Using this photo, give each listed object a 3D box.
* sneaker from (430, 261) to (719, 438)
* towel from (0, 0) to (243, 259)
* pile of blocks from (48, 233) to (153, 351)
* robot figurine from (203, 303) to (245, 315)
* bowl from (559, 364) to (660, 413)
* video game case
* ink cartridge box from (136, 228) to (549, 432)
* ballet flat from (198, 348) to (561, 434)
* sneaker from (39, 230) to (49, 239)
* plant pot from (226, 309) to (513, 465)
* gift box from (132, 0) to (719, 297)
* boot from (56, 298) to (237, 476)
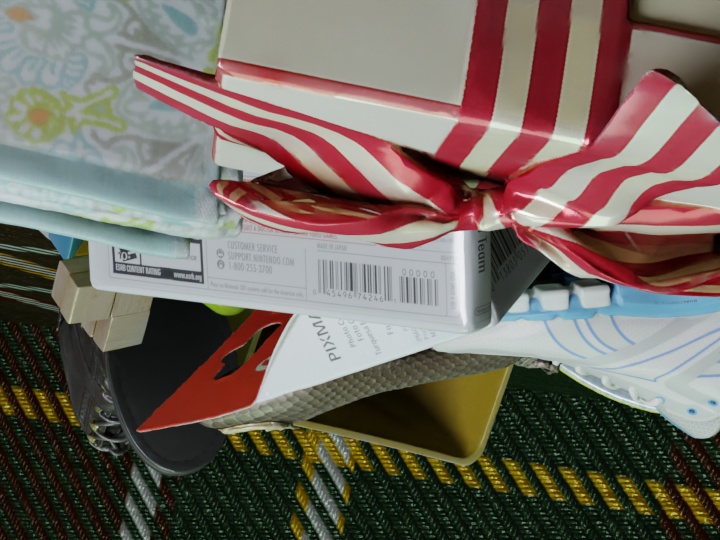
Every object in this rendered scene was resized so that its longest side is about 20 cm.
[{"bbox_3d":[0.129,0.036,1.200,0.200,0.087,0.075,-4,-167,10],"label":"sneaker"},{"bbox_3d":[-0.133,-0.103,1.014,0.200,0.172,0.048,13,156,-19],"label":"towel"},{"bbox_3d":[-0.119,-0.022,1.359,0.082,0.062,0.200,24,-145,8],"label":"pile of blocks"},{"bbox_3d":[-0.051,-0.068,1.247,0.115,0.176,0.200,16,-151,-10],"label":"robot figurine"},{"bbox_3d":[0.161,-0.039,1.295,0.200,0.200,0.108,7,-144,26],"label":"bowl"},{"bbox_3d":[-0.035,-0.073,1.116,0.200,0.182,0.024,6,-166,33],"label":"video game case"},{"bbox_3d":[0.000,0.000,1.220,0.200,0.047,0.160,-17,-164,30],"label":"ink cartridge box"},{"bbox_3d":[0.018,0.048,1.262,0.200,0.046,0.067,-17,-165,-13],"label":"ballet flat"},{"bbox_3d":[-0.148,-0.090,1.487,0.075,0.100,0.200,39,157,8],"label":"sneaker"},{"bbox_3d":[-0.023,-0.021,1.542,0.200,0.200,0.176,16,-176,-42],"label":"plant pot"},{"bbox_3d":[0.041,-0.096,0.747,0.184,0.187,0.200,10,174,2],"label":"gift box"},{"bbox_3d":[-0.125,0.054,1.461,0.069,0.200,0.174,-7,150,-17],"label":"boot"}]
